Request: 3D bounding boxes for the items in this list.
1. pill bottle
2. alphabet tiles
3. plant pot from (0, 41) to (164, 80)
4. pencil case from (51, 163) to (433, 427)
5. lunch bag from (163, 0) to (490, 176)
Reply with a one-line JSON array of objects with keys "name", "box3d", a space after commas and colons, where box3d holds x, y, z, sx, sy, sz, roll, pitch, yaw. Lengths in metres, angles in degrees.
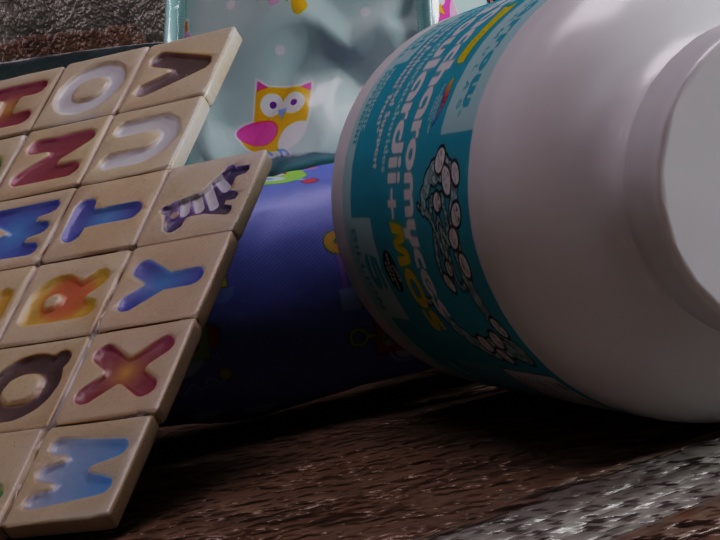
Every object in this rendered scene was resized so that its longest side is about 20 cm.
[{"name": "pill bottle", "box3d": [0.067, -0.021, 0.530, 0.110, 0.112, 0.200, -12, 3, -15]}, {"name": "alphabet tiles", "box3d": [-0.105, 0.002, 0.607, 0.166, 0.008, 0.201, -9, 40, 28]}, {"name": "plant pot", "box3d": [-0.163, -0.012, 0.900, 0.199, 0.135, 0.200, -10, 3, 1]}, {"name": "pencil case", "box3d": [0.000, 0.000, 0.664, 0.198, 0.079, 0.087, -12, 11, -13]}, {"name": "lunch bag", "box3d": [-0.007, -0.094, 0.812, 0.121, 0.202, 0.170, -10, -19, 13]}]
